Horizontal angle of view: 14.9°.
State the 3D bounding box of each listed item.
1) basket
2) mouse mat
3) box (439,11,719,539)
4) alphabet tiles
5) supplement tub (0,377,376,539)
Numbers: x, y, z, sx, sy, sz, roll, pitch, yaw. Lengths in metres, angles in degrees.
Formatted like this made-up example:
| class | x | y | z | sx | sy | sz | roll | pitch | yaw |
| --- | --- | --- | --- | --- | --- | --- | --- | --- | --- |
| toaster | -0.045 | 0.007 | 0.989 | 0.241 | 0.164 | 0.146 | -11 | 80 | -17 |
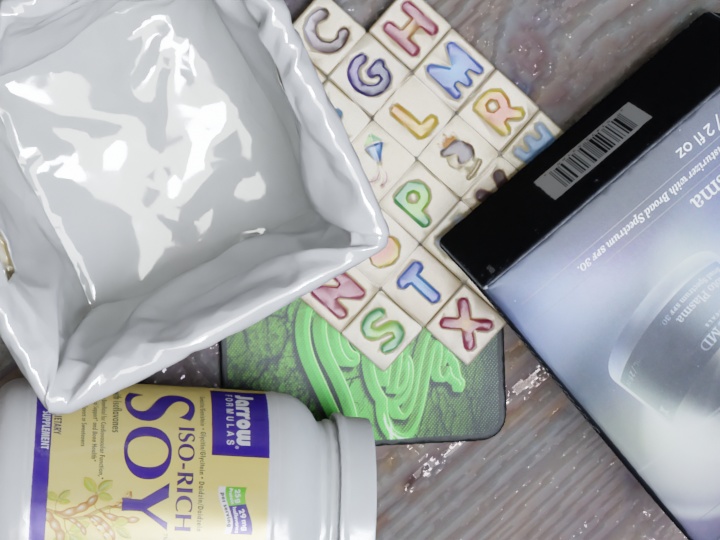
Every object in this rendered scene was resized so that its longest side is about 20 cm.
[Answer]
| class | x | y | z | sx | sy | sz | roll | pitch | yaw |
| --- | --- | --- | --- | --- | --- | --- | --- | --- | --- |
| basket | -0.111 | -0.064 | 1.416 | 0.200 | 0.161 | 0.199 | -27 | 97 | 3 |
| mouse mat | 0.000 | 0.000 | 1.526 | 0.160 | 0.008 | 0.201 | -3 | 100 | -6 |
| box | 0.187 | 0.005 | 1.481 | 0.200 | 0.123 | 0.198 | -41 | 107 | 1 |
| alphabet tiles | 0.019 | -0.049 | 1.513 | 0.200 | 0.006 | 0.166 | 42 | 93 | -10 |
| supplement tub | -0.098 | 0.134 | 1.466 | 0.199 | 0.145 | 0.146 | 3 | 98 | -7 |
